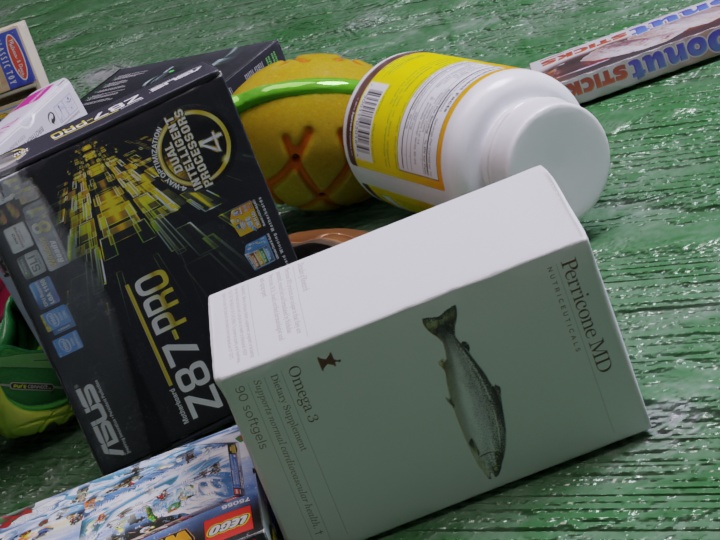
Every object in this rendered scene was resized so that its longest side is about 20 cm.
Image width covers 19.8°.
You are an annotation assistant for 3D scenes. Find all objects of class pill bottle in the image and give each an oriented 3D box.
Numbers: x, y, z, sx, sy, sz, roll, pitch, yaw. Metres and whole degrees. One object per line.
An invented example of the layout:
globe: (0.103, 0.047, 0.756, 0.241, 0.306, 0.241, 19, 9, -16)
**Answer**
pill bottle: (0.077, -0.082, 1.354, 0.109, 0.110, 0.200, -29, 23, -20)

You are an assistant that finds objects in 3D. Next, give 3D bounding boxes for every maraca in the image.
maraca: (-0.052, -0.098, 1.478, 0.198, 0.137, 0.108, -1, 61, -5)

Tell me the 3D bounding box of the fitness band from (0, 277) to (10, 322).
fitness band: (-0.252, 0.023, 1.355, 0.201, 0.037, 0.144, -63, 7, 10)

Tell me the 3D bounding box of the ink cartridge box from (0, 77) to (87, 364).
ink cartridge box: (-0.173, -0.005, 1.292, 0.042, 0.201, 0.119, -19, 20, 30)

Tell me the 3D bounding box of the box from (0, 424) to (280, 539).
box: (-0.140, 0.157, 1.088, 0.198, 0.040, 0.137, -21, 20, 1)

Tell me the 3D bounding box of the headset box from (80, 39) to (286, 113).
headset box: (-0.158, -0.097, 1.635, 0.173, 0.093, 0.200, -7, 26, 34)

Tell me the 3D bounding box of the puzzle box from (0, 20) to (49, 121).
puzzle box: (-0.276, -0.071, 1.539, 0.132, 0.201, 0.025, -18, 13, 8)

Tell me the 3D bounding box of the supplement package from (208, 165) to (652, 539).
supplement package: (0.033, 0.047, 1.081, 0.199, 0.118, 0.117, -22, 21, 2)

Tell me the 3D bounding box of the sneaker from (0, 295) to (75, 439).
sneaker: (-0.185, 0.032, 1.368, 0.074, 0.084, 0.200, -9, 24, 29)

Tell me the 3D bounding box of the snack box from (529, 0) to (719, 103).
snack box: (0.224, -0.167, 1.534, 0.198, 0.024, 0.072, -19, 20, 7)

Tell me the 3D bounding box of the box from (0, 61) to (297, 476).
box: (-0.121, 0.000, 1.222, 0.160, 0.201, 0.049, -24, 20, -9)

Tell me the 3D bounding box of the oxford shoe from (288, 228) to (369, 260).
oxford shoe: (0.000, 0.000, 1.293, 0.071, 0.072, 0.200, -25, 20, -23)
